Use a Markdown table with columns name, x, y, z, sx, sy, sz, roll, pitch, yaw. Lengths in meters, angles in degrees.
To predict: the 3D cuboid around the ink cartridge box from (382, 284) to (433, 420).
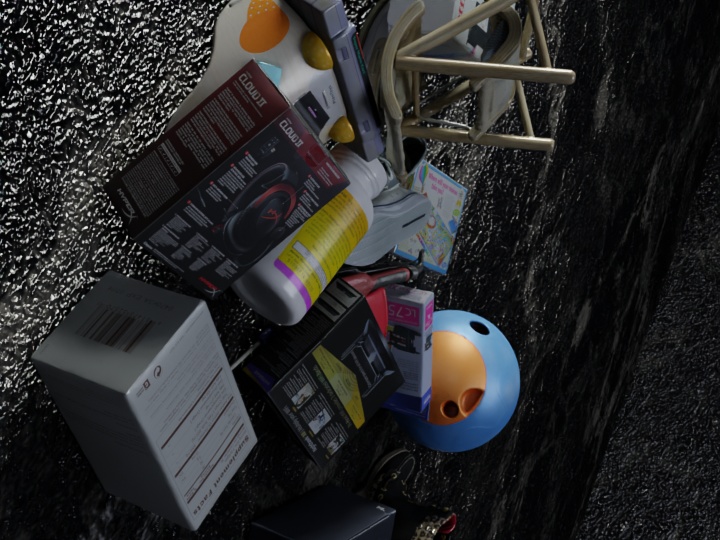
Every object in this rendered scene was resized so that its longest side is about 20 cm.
| name | x | y | z | sx | sy | sz | roll | pitch | yaw |
| --- | --- | --- | --- | --- | --- | --- | --- | --- | --- |
| ink cartridge box | 0.036 | 0.111 | 1.393 | 0.042 | 0.118 | 0.203 | -45 | 141 | -51 |

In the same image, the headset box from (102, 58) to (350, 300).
| name | x | y | z | sx | sy | sz | roll | pitch | yaw |
| --- | --- | --- | --- | --- | --- | --- | --- | --- | --- |
| headset box | -0.110 | -0.085 | 0.958 | 0.199 | 0.075 | 0.149 | -40 | 149 | 3 |

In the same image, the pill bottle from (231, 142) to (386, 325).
| name | x | y | z | sx | sy | sz | roll | pitch | yaw |
| --- | --- | --- | --- | --- | --- | --- | --- | --- | --- |
| pill bottle | -0.053 | -0.046 | 1.134 | 0.201 | 0.103 | 0.105 | -53 | 146 | -24 |

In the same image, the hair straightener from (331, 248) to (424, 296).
| name | x | y | z | sx | sy | sz | roll | pitch | yaw |
| --- | --- | --- | --- | --- | --- | --- | --- | --- | --- |
| hair straightener | 0.000 | 0.000 | 1.313 | 0.198 | 0.077 | 0.042 | -20 | 120 | -34 |

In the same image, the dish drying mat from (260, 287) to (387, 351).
| name | x | y | z | sx | sy | sz | roll | pitch | yaw |
| --- | --- | --- | --- | --- | --- | --- | --- | --- | --- |
| dish drying mat | -0.041 | 0.088 | 1.279 | 0.198 | 0.018 | 0.078 | -25 | 124 | -35 |

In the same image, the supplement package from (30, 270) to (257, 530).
| name | x | y | z | sx | sy | sz | roll | pitch | yaw |
| --- | --- | --- | --- | --- | --- | --- | --- | --- | --- |
| supplement package | -0.191 | 0.121 | 0.958 | 0.118 | 0.115 | 0.202 | -54 | 147 | -36 |

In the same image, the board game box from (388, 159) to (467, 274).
| name | x | y | z | sx | sy | sz | roll | pitch | yaw |
| --- | --- | --- | --- | --- | --- | --- | --- | --- | --- |
| board game box | 0.091 | -0.077 | 1.501 | 0.199 | 0.034 | 0.137 | 21 | 84 | -63 |

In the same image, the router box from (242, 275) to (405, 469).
| name | x | y | z | sx | sy | sz | roll | pitch | yaw |
| --- | --- | --- | --- | --- | --- | --- | --- | --- | --- |
| router box | -0.037 | 0.126 | 1.244 | 0.157 | 0.052 | 0.201 | -44 | 143 | -15 |

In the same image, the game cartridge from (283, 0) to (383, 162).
| name | x | y | z | sx | sy | sz | roll | pitch | yaw |
| --- | --- | --- | --- | --- | --- | --- | --- | --- | --- |
| game cartridge | -0.038 | -0.215 | 1.080 | 0.038 | 0.129 | 0.201 | -41 | 142 | -18 |

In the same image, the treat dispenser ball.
| name | x | y | z | sx | sy | sz | roll | pitch | yaw |
| --- | --- | --- | --- | --- | --- | --- | --- | --- | --- |
| treat dispenser ball | 0.131 | 0.160 | 1.512 | 0.200 | 0.198 | 0.204 | -37 | 135 | -51 |

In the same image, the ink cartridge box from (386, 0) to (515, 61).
| name | x | y | z | sx | sy | sz | roll | pitch | yaw |
| --- | --- | --- | --- | --- | --- | --- | --- | --- | --- |
| ink cartridge box | 0.118 | -0.329 | 1.259 | 0.199 | 0.082 | 0.148 | 8 | 93 | -65 |

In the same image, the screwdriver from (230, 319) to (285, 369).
| name | x | y | z | sx | sy | sz | roll | pitch | yaw |
| --- | --- | --- | --- | --- | --- | --- | --- | --- | --- |
| screwdriver | -0.122 | 0.092 | 1.178 | 0.200 | 0.029 | 0.028 | -47 | 142 | -45 |

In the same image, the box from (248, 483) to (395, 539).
| name | x | y | z | sx | sy | sz | roll | pitch | yaw |
| --- | --- | --- | --- | --- | --- | --- | --- | --- | --- |
| box | -0.060 | 0.410 | 1.354 | 0.196 | 0.116 | 0.203 | -8 | 111 | -61 |

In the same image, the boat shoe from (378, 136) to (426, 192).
| name | x | y | z | sx | sy | sz | roll | pitch | yaw |
| --- | --- | --- | --- | --- | --- | --- | --- | --- | --- |
| boat shoe | 0.024 | -0.133 | 1.287 | 0.074 | 0.061 | 0.200 | 62 | 30 | -3 |

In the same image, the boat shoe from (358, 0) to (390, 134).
| name | x | y | z | sx | sy | sz | roll | pitch | yaw |
| --- | --- | --- | --- | --- | --- | --- | --- | --- | --- |
| boat shoe | 0.027 | -0.241 | 1.259 | 0.203 | 0.067 | 0.075 | -68 | 152 | -16 |

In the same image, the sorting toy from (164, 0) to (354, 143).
| name | x | y | z | sx | sy | sz | roll | pitch | yaw |
| --- | --- | --- | --- | --- | --- | --- | --- | --- | --- |
| sorting toy | -0.109 | -0.142 | 1.042 | 0.180 | 0.106 | 0.201 | -43 | 142 | -18 |

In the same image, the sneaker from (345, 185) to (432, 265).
| name | x | y | z | sx | sy | sz | roll | pitch | yaw |
| --- | --- | --- | --- | --- | --- | --- | --- | --- | --- |
| sneaker | 0.011 | -0.059 | 1.318 | 0.199 | 0.070 | 0.074 | -22 | 130 | -52 |

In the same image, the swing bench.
| name | x | y | z | sx | sy | sz | roll | pitch | yaw |
| --- | --- | --- | --- | --- | --- | --- | --- | --- | --- |
| swing bench | 0.113 | -0.203 | 1.137 | 0.199 | 0.197 | 0.132 | 77 | 2 | -76 |

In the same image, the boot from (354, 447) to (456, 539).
| name | x | y | z | sx | sy | sz | roll | pitch | yaw |
| --- | --- | --- | --- | --- | --- | --- | --- | --- | --- |
| boot | 0.072 | 0.350 | 1.543 | 0.200 | 0.149 | 0.074 | -36 | 133 | -52 |
